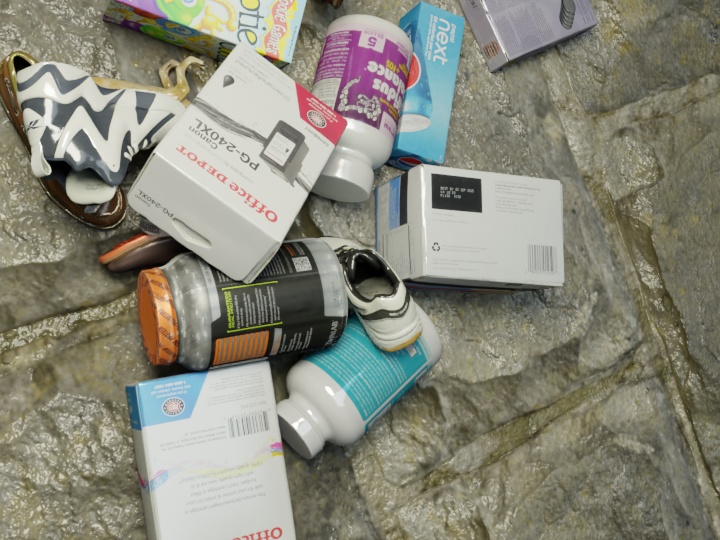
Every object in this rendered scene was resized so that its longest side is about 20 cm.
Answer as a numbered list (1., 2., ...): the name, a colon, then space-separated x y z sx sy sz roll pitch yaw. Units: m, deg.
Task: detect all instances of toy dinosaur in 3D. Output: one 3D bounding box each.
1. toy dinosaur: -0.213 -0.189 0.955 0.199 0.058 0.102 32 72 -18

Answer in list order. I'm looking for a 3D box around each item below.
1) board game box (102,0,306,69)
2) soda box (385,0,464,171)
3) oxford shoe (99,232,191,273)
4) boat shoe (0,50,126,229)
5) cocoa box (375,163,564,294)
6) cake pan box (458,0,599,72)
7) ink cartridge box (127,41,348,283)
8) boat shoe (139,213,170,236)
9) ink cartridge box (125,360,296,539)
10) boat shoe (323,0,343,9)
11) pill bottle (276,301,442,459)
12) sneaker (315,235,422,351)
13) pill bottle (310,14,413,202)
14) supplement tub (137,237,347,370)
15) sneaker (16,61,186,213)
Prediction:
1. board game box: -0.171 -0.303 0.957 0.199 0.103 0.106 15 88 -23
2. soda box: 0.076 -0.230 1.094 0.067 0.064 0.202 15 76 -23
3. oxford shoe: -0.181 -0.019 0.939 0.199 0.071 0.073 -15 96 -26
4. boat shoe: -0.312 -0.131 0.893 0.072 0.068 0.201 -40 100 -25
5. cocoa box: 0.130 -0.044 1.053 0.199 0.131 0.135 3 81 -25
6. cake pan box: 0.218 -0.399 1.193 0.184 0.052 0.201 -29 95 -28
7. ink cartridge box: -0.117 -0.110 0.858 0.145 0.083 0.201 35 47 -12
8. boat shoe: -0.157 -0.100 0.923 0.200 0.071 0.070 -28 130 -47
9. ink cartridge box: -0.159 0.207 0.907 0.144 0.085 0.202 -7 85 -26
10. boat shoe: -0.041 -0.353 0.998 0.067 0.200 0.072 24 107 -14
11. pill bottle: -0.008 0.120 0.976 0.200 0.111 0.111 -40 100 -25
12. sneaker: 0.000 0.000 0.953 0.075 0.200 0.088 -34 135 -16
13. pill bottle: -0.008 -0.189 1.021 0.112 0.112 0.202 18 75 -22
14. supplement tub: -0.124 0.035 0.897 0.199 0.122 0.124 -7 85 -26
15. sneaker: -0.244 -0.115 0.850 0.199 0.079 0.131 14 71 -59
